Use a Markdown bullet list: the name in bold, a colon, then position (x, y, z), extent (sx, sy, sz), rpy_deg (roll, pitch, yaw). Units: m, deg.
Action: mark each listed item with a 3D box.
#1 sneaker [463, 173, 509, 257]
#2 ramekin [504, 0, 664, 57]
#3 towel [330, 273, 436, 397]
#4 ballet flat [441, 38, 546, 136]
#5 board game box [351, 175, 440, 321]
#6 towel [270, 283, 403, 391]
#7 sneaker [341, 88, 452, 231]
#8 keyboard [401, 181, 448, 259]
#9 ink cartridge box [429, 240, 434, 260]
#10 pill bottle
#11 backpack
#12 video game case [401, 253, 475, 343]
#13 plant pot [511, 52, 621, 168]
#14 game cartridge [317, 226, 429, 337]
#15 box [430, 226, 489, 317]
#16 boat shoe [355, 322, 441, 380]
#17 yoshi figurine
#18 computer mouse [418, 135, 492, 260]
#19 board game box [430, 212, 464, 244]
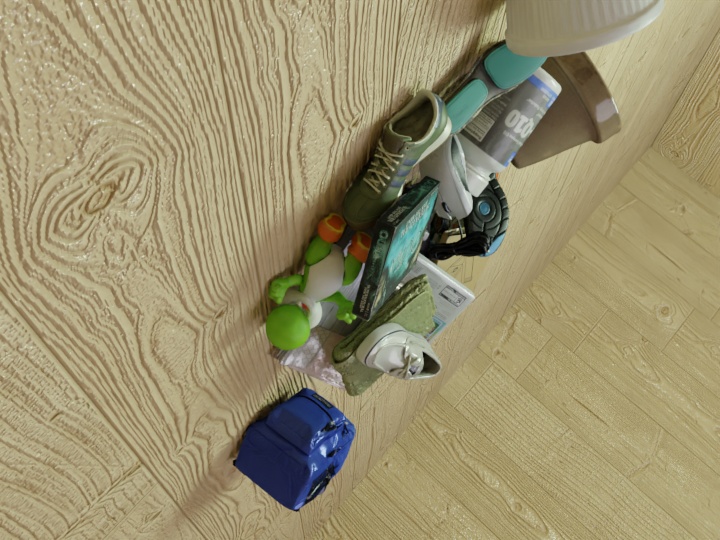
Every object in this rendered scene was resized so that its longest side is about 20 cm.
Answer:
- **sneaker**: position (0.188, -0.119, 1.404), extent (0.072, 0.205, 0.082), rpy_deg (5, 168, -23)
- **ramekin**: position (0.271, -0.351, 1.092), extent (0.202, 0.200, 0.096), rpy_deg (-40, 124, -33)
- **towel**: position (0.040, 0.100, 1.344), extent (0.200, 0.036, 0.149), rpy_deg (-43, 151, -13)
- **ballet flat**: position (0.168, -0.264, 1.210), extent (0.199, 0.068, 0.075), rpy_deg (-40, -156, 1)
- **board game box**: position (0.051, -0.034, 1.166), extent (0.200, 0.028, 0.138), rpy_deg (-45, 154, -59)
- **towel**: position (-0.017, 0.090, 1.372), extent (0.189, 0.032, 0.202), rpy_deg (24, 107, -40)
- **sneaker**: position (0.039, -0.149, 1.119), extent (0.201, 0.067, 0.090), rpy_deg (-49, 157, -8)
- **keyboard**: position (0.097, -0.056, 1.421), extent (0.125, 0.021, 0.203), rpy_deg (-22, 134, -25)
- **ink cartridge box**: position (0.066, 0.034, 1.530), extent (0.201, 0.067, 0.116), rpy_deg (-51, 142, 2)
- **pill bottle**: position (0.196, -0.219, 1.298), extent (0.202, 0.113, 0.113), rpy_deg (-55, 164, 13)
- **backpack**: position (-0.095, 0.305, 1.570), extent (0.199, 0.161, 0.170), rpy_deg (-19, 142, -61)
- **video game case**: position (0.063, 0.057, 1.441), extent (0.198, 0.024, 0.182), rpy_deg (33, 111, -33)
- **plant pot**: position (0.294, -0.258, 1.404), extent (0.173, 0.202, 0.200), rpy_deg (-34, 166, 6)
- **game cartridge**: position (0.000, 0.000, 1.278), extent (0.128, 0.038, 0.202), rpy_deg (25, 105, -37)
- **box**: position (0.158, 0.011, 1.510), extent (0.162, 0.021, 0.203), rpy_deg (-14, 136, -47)
- **boat shoe**: position (0.063, 0.131, 1.306), extent (0.072, 0.066, 0.199), rpy_deg (-51, 152, 7)
- **yoshi figurine**: position (-0.064, 0.032, 1.168), extent (0.111, 0.113, 0.202), rpy_deg (4, 127, -52)
- **computer mouse**: position (0.122, -0.107, 1.267), extent (0.044, 0.108, 0.204), rpy_deg (-35, 115, -42)
- **board game box**: position (0.161, -0.063, 1.581), extent (0.023, 0.106, 0.202), rpy_deg (-7, 142, -28)
